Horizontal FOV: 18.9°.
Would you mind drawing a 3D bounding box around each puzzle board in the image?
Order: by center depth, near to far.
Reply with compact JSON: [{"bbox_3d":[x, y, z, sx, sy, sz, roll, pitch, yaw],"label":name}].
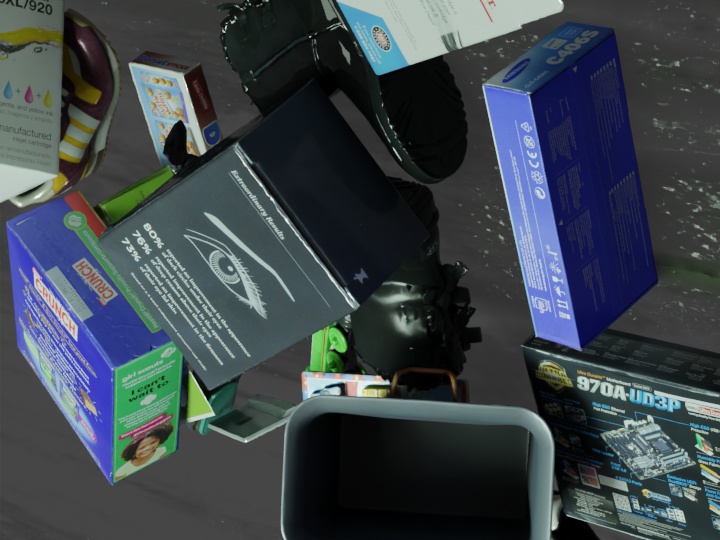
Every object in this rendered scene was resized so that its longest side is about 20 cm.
[{"bbox_3d":[0.023,0.184,1.745,0.150,0.017,0.202,2,101,29],"label":"puzzle board"}]

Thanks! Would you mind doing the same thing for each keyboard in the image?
[{"bbox_3d":[-0.092,0.128,1.864,0.011,0.056,0.200,59,169,-6],"label":"keyboard"}]

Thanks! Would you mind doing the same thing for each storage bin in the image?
[{"bbox_3d":[0.048,0.145,1.635,0.198,0.134,0.147,3,92,6],"label":"storage bin"}]

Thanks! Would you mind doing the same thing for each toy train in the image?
[{"bbox_3d":[-0.024,0.096,1.840,0.056,0.042,0.201,43,146,31],"label":"toy train"}]

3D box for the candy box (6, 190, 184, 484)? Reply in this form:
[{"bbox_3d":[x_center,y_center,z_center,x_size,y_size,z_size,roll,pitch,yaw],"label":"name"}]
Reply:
[{"bbox_3d":[-0.223,0.058,1.823,0.169,0.077,0.201,52,157,23],"label":"candy box"}]

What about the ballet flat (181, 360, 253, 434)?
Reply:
[{"bbox_3d":[-0.131,0.081,1.924,0.073,0.073,0.200,46,149,8],"label":"ballet flat"}]

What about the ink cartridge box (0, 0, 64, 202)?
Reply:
[{"bbox_3d":[-0.340,-0.171,1.792,0.144,0.146,0.202,-17,69,52],"label":"ink cartridge box"}]

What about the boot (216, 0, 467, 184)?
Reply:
[{"bbox_3d":[-0.018,-0.140,1.592,0.162,0.073,0.199,-22,96,52],"label":"boot"}]

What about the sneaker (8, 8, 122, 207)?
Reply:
[{"bbox_3d":[-0.263,-0.133,1.863,0.075,0.090,0.201,36,143,21],"label":"sneaker"}]

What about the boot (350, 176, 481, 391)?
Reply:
[{"bbox_3d":[0.000,-0.001,1.690,0.197,0.073,0.163,17,136,37],"label":"boot"}]

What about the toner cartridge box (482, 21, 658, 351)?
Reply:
[{"bbox_3d":[0.144,-0.056,1.461,0.043,0.095,0.201,15,131,41],"label":"toner cartridge box"}]

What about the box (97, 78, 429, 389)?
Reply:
[{"bbox_3d":[-0.073,-0.023,1.585,0.199,0.104,0.148,-28,102,47],"label":"box"}]

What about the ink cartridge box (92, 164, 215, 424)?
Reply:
[{"bbox_3d":[-0.167,0.026,1.867,0.201,0.075,0.148,61,157,-4],"label":"ink cartridge box"}]

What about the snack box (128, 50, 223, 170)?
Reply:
[{"bbox_3d":[-0.138,-0.086,1.819,0.072,0.024,0.201,16,132,43],"label":"snack box"}]

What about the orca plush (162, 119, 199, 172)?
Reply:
[{"bbox_3d":[-0.084,-0.047,1.764,0.200,0.071,0.105,53,173,-19],"label":"orca plush"}]

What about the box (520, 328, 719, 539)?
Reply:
[{"bbox_3d":[0.220,0.127,1.579,0.199,0.046,0.160,12,129,43],"label":"box"}]

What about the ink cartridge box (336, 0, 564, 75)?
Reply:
[{"bbox_3d":[0.064,-0.213,1.436,0.199,0.068,0.117,-11,112,53],"label":"ink cartridge box"}]

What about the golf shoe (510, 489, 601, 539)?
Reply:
[{"bbox_3d":[0.133,0.198,1.736,0.199,0.078,0.095,36,125,19],"label":"golf shoe"}]
